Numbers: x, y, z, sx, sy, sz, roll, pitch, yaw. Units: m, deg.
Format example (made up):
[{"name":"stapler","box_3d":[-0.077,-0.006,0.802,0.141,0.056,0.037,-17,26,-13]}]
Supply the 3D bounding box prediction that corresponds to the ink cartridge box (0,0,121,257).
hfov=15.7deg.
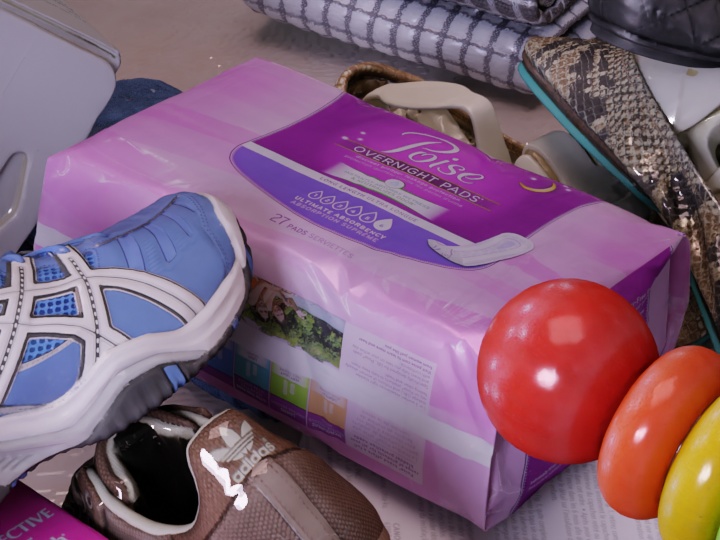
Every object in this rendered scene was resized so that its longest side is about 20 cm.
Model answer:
[{"name":"ink cartridge box","box_3d":[-0.199,-0.076,1.034,0.087,0.146,0.200,22,14,-44]}]

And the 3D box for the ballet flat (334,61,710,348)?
[{"name":"ballet flat","box_3d":[0.056,-0.030,1.010,0.199,0.066,0.070,24,43,35]}]

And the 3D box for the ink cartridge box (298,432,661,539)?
[{"name":"ink cartridge box","box_3d":[0.079,0.117,0.832,0.199,0.050,0.163,6,34,-7]}]

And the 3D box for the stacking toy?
[{"name":"stacking toy","box_3d":[0.117,0.066,0.733,0.199,0.086,0.085,31,48,26]}]

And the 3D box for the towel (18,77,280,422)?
[{"name":"towel","box_3d":[-0.061,-0.017,1.024,0.111,0.049,0.200,-29,41,-30]}]

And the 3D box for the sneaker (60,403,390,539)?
[{"name":"sneaker","box_3d":[-0.057,0.071,0.806,0.070,0.076,0.200,-42,16,-26]}]

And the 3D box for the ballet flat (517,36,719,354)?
[{"name":"ballet flat","box_3d":[0.134,-0.027,0.936,0.068,0.075,0.201,16,37,-54]}]

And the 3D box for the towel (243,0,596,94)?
[{"name":"towel","box_3d":[0.058,-0.172,1.195,0.165,0.086,0.200,16,40,27]}]

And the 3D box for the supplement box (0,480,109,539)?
[{"name":"supplement box","box_3d":[-0.084,0.150,0.744,0.101,0.104,0.199,-33,41,-33]}]

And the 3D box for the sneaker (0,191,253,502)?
[{"name":"sneaker","box_3d":[-0.108,0.020,0.764,0.075,0.077,0.200,-14,17,47]}]

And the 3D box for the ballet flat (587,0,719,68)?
[{"name":"ballet flat","box_3d":[0.166,-0.101,0.936,0.199,0.057,0.066,0,25,-36]}]

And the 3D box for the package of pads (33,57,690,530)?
[{"name":"package of pads","box_3d":[0.000,0.000,0.885,0.199,0.076,0.120,24,37,29]}]

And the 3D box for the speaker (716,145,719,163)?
[{"name":"speaker","box_3d":[0.186,-0.034,0.979,0.088,0.089,0.200,-23,38,-23]}]
